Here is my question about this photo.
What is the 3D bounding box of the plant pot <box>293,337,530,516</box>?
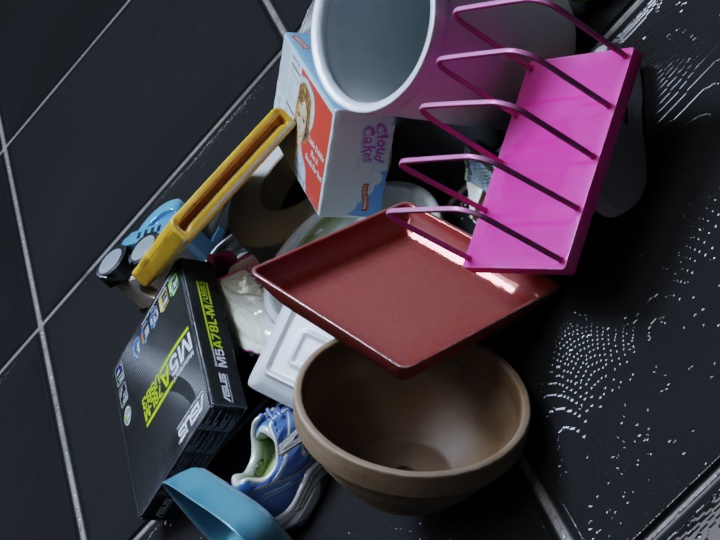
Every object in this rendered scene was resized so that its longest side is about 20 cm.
[{"bbox_3d":[0.040,0.141,1.411,0.201,0.199,0.093,-114,24,-53],"label":"plant pot"}]

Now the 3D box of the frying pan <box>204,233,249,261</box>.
[{"bbox_3d":[-0.108,-0.023,1.839,0.190,0.031,0.115,-47,41,0],"label":"frying pan"}]

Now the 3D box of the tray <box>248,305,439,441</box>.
[{"bbox_3d":[-0.009,0.093,1.528,0.199,0.022,0.108,24,86,28],"label":"tray"}]

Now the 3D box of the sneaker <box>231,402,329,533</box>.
[{"bbox_3d":[-0.053,0.145,1.582,0.075,0.077,0.201,-2,59,53],"label":"sneaker"}]

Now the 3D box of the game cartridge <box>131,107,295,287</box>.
[{"bbox_3d":[-0.156,-0.073,1.734,0.177,0.032,0.200,-50,7,-23],"label":"game cartridge"}]

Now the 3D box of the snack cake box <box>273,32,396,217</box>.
[{"bbox_3d":[-0.030,-0.149,1.683,0.200,0.067,0.116,-120,36,-55],"label":"snack cake box"}]

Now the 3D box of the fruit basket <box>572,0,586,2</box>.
[{"bbox_3d":[0.207,-0.362,1.670,0.214,0.155,0.218,6,103,30],"label":"fruit basket"}]

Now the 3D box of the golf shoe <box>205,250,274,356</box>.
[{"bbox_3d":[-0.102,0.036,1.707,0.199,0.075,0.092,16,112,45],"label":"golf shoe"}]

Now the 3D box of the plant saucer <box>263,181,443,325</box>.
[{"bbox_3d":[0.000,0.000,1.641,0.199,0.050,0.201,-22,37,18],"label":"plant saucer"}]

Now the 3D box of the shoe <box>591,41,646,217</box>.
[{"bbox_3d":[0.199,-0.112,1.493,0.091,0.071,0.201,-30,36,37],"label":"shoe"}]

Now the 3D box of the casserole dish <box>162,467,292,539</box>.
[{"bbox_3d":[-0.110,0.240,1.543,0.039,0.121,0.200,-44,30,-17],"label":"casserole dish"}]

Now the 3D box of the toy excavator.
[{"bbox_3d":[-0.187,-0.055,1.928,0.194,0.100,0.201,-17,40,43],"label":"toy excavator"}]

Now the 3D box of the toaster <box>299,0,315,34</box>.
[{"bbox_3d":[0.013,-0.275,1.825,0.129,0.113,0.201,-23,36,46],"label":"toaster"}]

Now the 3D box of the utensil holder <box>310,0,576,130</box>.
[{"bbox_3d":[0.082,-0.222,1.573,0.169,0.199,0.172,-4,85,48],"label":"utensil holder"}]

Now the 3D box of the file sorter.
[{"bbox_3d":[0.122,-0.113,1.408,0.139,0.125,0.201,2,69,56],"label":"file sorter"}]

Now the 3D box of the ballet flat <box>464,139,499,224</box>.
[{"bbox_3d":[0.134,-0.057,1.528,0.074,0.074,0.200,-51,31,6],"label":"ballet flat"}]

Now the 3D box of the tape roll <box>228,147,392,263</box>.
[{"bbox_3d":[-0.055,-0.095,1.804,0.202,0.037,0.204,-28,37,24],"label":"tape roll"}]

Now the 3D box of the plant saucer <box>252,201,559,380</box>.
[{"bbox_3d":[0.039,0.021,1.476,0.199,0.199,0.037,31,131,37],"label":"plant saucer"}]

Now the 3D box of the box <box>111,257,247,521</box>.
[{"bbox_3d":[-0.191,0.123,1.724,0.200,0.047,0.194,-55,37,39],"label":"box"}]
